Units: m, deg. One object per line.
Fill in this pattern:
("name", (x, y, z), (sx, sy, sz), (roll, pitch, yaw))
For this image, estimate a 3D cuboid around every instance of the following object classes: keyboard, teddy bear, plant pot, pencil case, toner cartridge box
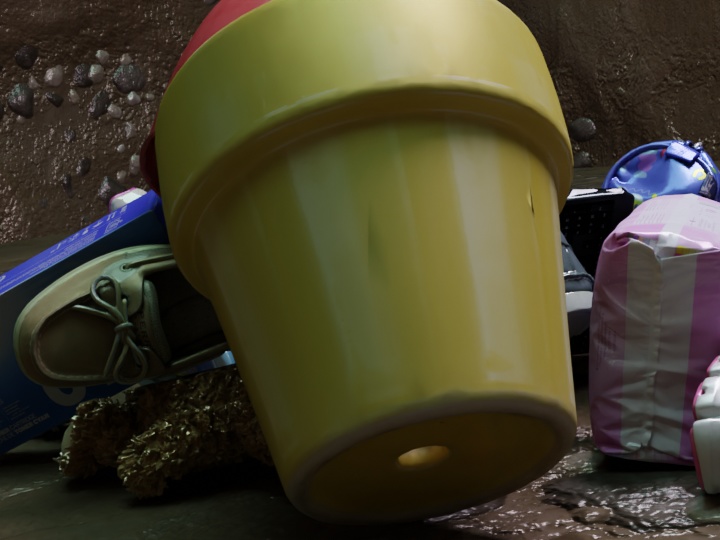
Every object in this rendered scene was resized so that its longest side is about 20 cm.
("keyboard", (0.129, 0.018, 0.866), (0.102, 0.040, 0.201), (-3, -34, 4))
("teddy bear", (-0.088, 0.091, 0.742), (0.197, 0.068, 0.145), (-14, 1, 14))
("plant pot", (0.012, 0.004, 0.584), (0.198, 0.191, 0.202), (-9, -29, -5))
("pencil case", (0.239, -0.024, 0.911), (0.078, 0.087, 0.200), (39, 0, 36))
("toner cartridge box", (-0.184, 0.037, 0.794), (0.198, 0.096, 0.043), (-28, 21, 13))

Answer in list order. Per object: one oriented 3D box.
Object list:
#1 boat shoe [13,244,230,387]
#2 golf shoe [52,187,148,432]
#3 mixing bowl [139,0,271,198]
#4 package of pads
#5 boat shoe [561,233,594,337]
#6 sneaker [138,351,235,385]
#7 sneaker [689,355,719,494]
("boat shoe", (-0.098, 0.021, 0.721), (0.198, 0.074, 0.063), (-12, 10, -17))
("golf shoe", (-0.179, 0.028, 0.867), (0.200, 0.092, 0.075), (-46, -3, 20))
("mixing bowl", (-0.029, -0.105, 0.742), (0.197, 0.110, 0.201), (-1, -21, 0))
("package of pads", (0.180, 0.026, 0.732), (0.075, 0.122, 0.200), (8, 11, 17))
("boat shoe", (0.092, 0.030, 0.805), (0.072, 0.063, 0.200), (-12, -16, -18))
("sneaker", (-0.115, 0.067, 0.916), (0.079, 0.131, 0.201), (24, 26, -32))
("sneaker", (0.235, 0.050, 0.638), (0.086, 0.075, 0.200), (8, 31, 31))
